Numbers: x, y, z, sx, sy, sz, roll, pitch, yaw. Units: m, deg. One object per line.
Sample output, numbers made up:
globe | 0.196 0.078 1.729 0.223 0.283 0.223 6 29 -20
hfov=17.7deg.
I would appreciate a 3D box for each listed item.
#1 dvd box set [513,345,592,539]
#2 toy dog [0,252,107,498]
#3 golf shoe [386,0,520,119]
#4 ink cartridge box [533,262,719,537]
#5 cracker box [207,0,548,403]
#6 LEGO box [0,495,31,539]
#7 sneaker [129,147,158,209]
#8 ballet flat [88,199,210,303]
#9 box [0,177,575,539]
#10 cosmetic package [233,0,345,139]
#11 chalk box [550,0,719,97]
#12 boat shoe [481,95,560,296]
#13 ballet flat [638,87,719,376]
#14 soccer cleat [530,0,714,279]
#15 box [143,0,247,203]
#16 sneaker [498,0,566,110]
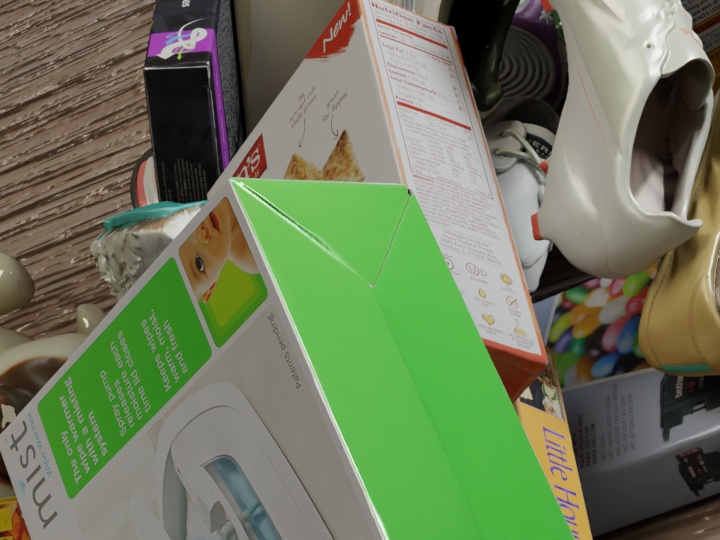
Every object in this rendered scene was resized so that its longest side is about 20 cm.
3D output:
dvd box set | 0.038 0.141 0.897 0.146 0.029 0.201 -49 30 32
toy dog | -0.192 0.084 1.157 0.199 0.140 0.195 -6 47 40
golf shoe | 0.052 -0.158 1.070 0.097 0.078 0.202 4 88 57
ink cartridge box | 0.114 0.051 0.977 0.199 0.042 0.120 -25 36 26
cracker box | 0.000 0.000 0.960 0.134 0.057 0.201 -52 34 34
LEGO box | -0.154 0.173 0.985 0.199 0.077 0.150 -13 84 43
sneaker | -0.064 -0.006 1.211 0.086 0.074 0.201 -22 39 3
ballet flat | -0.069 0.003 0.936 0.072 0.072 0.200 -44 7 -6
box | -0.024 0.098 0.832 0.176 0.096 0.201 -43 59 36
cosmetic package | -0.022 -0.142 1.166 0.072 0.202 0.104 1 25 8
chalk box | 0.157 -0.152 1.090 0.124 0.124 0.201 -30 34 14
boat shoe | 0.062 -0.040 1.056 0.067 0.073 0.200 -45 14 16
ballet flat | 0.157 -0.040 0.951 0.063 0.069 0.201 -24 32 46
soccer cleat | 0.110 -0.096 0.933 0.077 0.069 0.202 -17 67 48
box | -0.077 -0.086 1.140 0.036 0.144 0.201 -2 33 3
sneaker | 0.072 -0.124 1.212 0.201 0.075 0.099 -56 17 -22
